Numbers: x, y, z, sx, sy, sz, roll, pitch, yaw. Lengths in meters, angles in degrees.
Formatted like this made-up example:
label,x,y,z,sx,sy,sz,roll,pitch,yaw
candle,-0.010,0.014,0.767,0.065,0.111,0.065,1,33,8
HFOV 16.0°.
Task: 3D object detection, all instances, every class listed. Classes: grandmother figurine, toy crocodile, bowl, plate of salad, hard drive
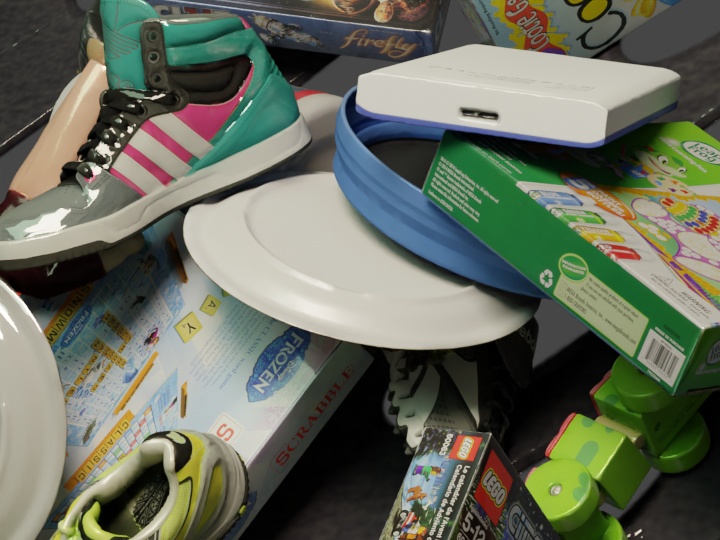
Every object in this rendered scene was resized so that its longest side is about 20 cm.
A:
label,x,y,z,sx,sy,sz,roll,pitch,yaw
grandmother figurine,-0.183,-0.034,1.461,0.121,0.061,0.201,26,79,28
toy crocodile,0.128,0.095,1.340,0.062,0.068,0.200,25,68,41
bowl,0.079,-0.045,1.424,0.201,0.200,0.040,47,127,45
plate of salad,-0.246,0.083,1.411,0.199,0.048,0.201,1,93,21
hard drive,0.090,-0.096,1.381,0.131,0.026,0.200,9,11,16
plate of salad,0.000,0.000,1.397,0.199,0.048,0.200,10,27,-5

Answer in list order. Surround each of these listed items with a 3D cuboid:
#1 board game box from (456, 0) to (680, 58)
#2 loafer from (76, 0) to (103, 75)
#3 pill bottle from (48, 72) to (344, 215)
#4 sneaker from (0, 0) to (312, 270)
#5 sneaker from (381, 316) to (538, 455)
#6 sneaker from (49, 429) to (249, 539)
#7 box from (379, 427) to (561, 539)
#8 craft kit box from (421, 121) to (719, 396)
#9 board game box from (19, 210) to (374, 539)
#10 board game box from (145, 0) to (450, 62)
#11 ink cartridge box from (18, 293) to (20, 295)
label,x,y,z,sx,sy,sz,roll,pitch,yaw
board game box,0.148,-0.217,1.571,0.199,0.105,0.103,-32,44,2
loafer,-0.130,-0.191,1.734,0.200,0.073,0.072,-47,-1,-35
pill bottle,-0.094,-0.065,1.568,0.199,0.120,0.120,16,62,38
sneaker,-0.129,-0.087,1.393,0.199,0.121,0.083,-27,17,-25
sneaker,0.061,0.059,1.411,0.090,0.067,0.201,-28,42,9
sneaker,-0.147,0.158,1.348,0.075,0.076,0.200,37,88,30
box,0.060,0.186,1.205,0.038,0.200,0.137,4,55,33
craft kit box,0.167,-0.012,1.323,0.200,0.197,0.049,40,119,37
board game box,-0.125,0.072,1.445,0.199,0.041,0.200,36,86,33
board game box,-0.037,-0.205,1.668,0.199,0.035,0.136,8,55,9
ink cartridge box,-0.201,0.081,1.559,0.173,0.044,0.201,14,61,36
